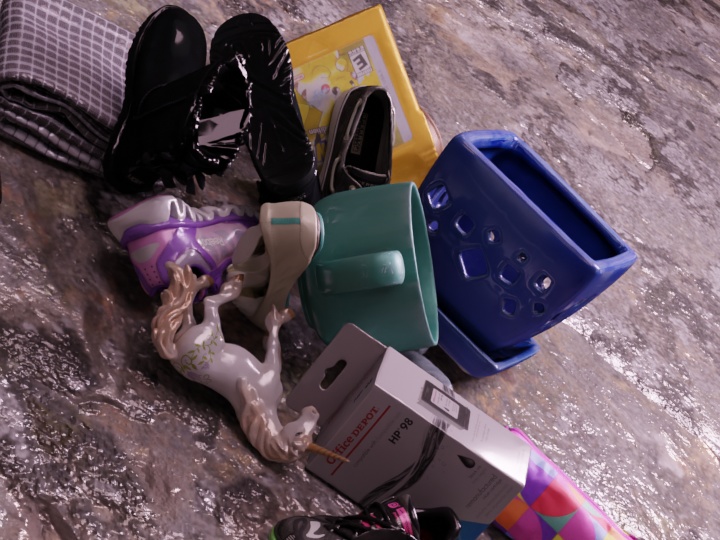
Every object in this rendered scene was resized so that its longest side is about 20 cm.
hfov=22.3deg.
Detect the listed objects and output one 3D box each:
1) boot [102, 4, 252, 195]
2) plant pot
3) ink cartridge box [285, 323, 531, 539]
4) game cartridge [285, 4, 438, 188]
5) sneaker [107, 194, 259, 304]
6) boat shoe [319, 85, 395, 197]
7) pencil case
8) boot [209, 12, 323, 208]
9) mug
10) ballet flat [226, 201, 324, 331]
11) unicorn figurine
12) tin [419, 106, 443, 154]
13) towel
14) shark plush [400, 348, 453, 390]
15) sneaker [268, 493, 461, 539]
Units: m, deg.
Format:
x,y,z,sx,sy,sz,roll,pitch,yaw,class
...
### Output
x,y,z,sx,sy,sz,roll,pitch,yaw,class
-0.152,-0.159,1.623,0.073,0.162,0.200,27,68,-29,boot
0.137,-0.011,1.849,0.200,0.180,0.200,45,19,11,plant pot
0.035,0.151,1.589,0.199,0.116,0.067,34,30,-7,ink cartridge box
-0.019,-0.146,1.856,0.175,0.032,0.201,-26,99,-20,game cartridge
-0.148,-0.012,1.657,0.200,0.080,0.089,2,65,-61,sneaker
-0.005,-0.085,1.814,0.070,0.202,0.064,6,-1,-23,boat shoe
0.182,0.229,1.684,0.200,0.089,0.088,40,29,3,pencil case
-0.086,-0.121,1.746,0.076,0.168,0.201,-18,65,-7,boot
0.001,-0.006,1.656,0.185,0.113,0.153,69,15,-56,mug
-0.087,-0.002,1.619,0.069,0.200,0.070,8,60,-13,ballet flat
-0.098,0.084,1.571,0.199,0.074,0.138,24,54,-13,unicorn figurine
0.003,-0.168,2.012,0.200,0.112,0.042,42,55,6,tin
-0.261,-0.172,1.736,0.199,0.086,0.166,25,33,-25,towel
0.045,0.087,1.728,0.091,0.083,0.200,49,15,-14,shark plush
0.004,0.215,1.495,0.199,0.084,0.077,3,44,-48,sneaker
